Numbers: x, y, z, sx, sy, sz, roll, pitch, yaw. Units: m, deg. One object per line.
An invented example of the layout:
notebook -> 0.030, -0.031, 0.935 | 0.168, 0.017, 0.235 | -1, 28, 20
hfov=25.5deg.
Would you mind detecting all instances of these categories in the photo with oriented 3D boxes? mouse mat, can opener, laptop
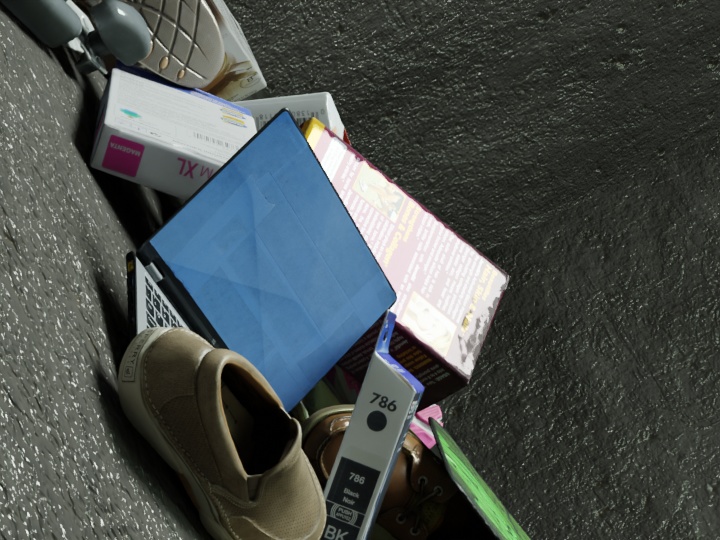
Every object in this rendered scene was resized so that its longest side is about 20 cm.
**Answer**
mouse mat -> 0.115, 0.196, 1.122 | 0.200, 0.008, 0.161 | 51, 4, -11
can opener -> -0.207, -0.189, 1.111 | 0.053, 0.066, 0.200 | 65, 8, 14
laptop -> -0.049, 0.048, 0.966 | 0.201, 0.115, 0.188 | -100, 164, -46

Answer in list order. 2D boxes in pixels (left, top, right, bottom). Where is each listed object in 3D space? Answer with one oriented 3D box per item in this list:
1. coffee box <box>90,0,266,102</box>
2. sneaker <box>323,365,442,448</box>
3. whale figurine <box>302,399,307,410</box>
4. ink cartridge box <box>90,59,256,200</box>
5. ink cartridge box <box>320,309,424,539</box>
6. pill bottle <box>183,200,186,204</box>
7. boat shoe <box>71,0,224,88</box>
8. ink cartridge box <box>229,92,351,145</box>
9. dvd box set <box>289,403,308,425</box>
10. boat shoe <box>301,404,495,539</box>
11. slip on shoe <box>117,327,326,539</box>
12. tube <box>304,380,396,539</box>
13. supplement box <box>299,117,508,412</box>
coffee box -> -0.168, -0.204, 1.399 | 0.080, 0.112, 0.200 | 64, 4, 19
sneaker -> -0.004, 0.080, 1.273 | 0.089, 0.081, 0.201 | 116, -36, -48
whale figurine -> -0.006, 0.082, 1.390 | 0.200, 0.103, 0.161 | 36, 39, -73
ink cartridge box -> -0.135, -0.100, 1.172 | 0.118, 0.042, 0.200 | 19, 19, -13
ink cartridge box -> 0.003, 0.126, 1.035 | 0.039, 0.202, 0.099 | 19, 0, 6
pill bottle -> -0.089, -0.031, 1.314 | 0.113, 0.111, 0.200 | 64, 2, 4
boat shoe -> -0.186, -0.220, 1.237 | 0.200, 0.076, 0.072 | 44, -5, -11
ink cartridge box -> -0.093, -0.102, 1.372 | 0.200, 0.160, 0.051 | 62, 24, -79
dvd box set -> -0.030, 0.182, 1.305 | 0.147, 0.029, 0.200 | 66, 3, 34
boat shoe -> 0.040, 0.158, 1.133 | 0.199, 0.072, 0.068 | 31, 2, -35
slip on shoe -> -0.059, 0.101, 0.881 | 0.201, 0.060, 0.076 | 59, 43, -41
tube -> -0.001, 0.169, 1.201 | 0.052, 0.058, 0.202 | -22, 89, -53
supplement box -> 0.000, 0.000, 1.177 | 0.199, 0.085, 0.111 | 38, 50, -17
